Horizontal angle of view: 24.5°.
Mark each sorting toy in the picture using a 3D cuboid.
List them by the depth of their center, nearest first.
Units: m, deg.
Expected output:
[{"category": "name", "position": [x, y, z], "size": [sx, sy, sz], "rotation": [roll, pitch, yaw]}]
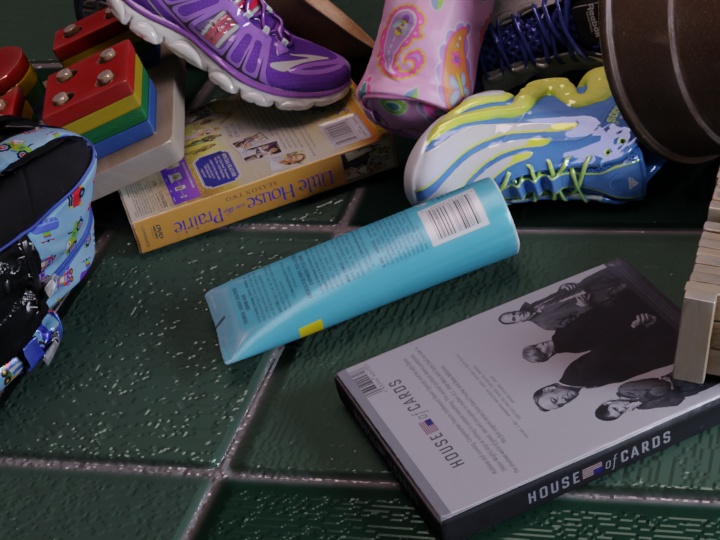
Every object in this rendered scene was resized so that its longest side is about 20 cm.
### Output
[{"category": "sorting toy", "position": [-0.235, -0.120, 1.250], "size": [0.197, 0.070, 0.201], "rotation": [-23, 32, 9]}]

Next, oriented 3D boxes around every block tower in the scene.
[{"category": "block tower", "position": [0.224, -0.006, 0.961], "size": [0.057, 0.055, 0.200], "rotation": [9, 31, 16]}]

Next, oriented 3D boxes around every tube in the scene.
[{"category": "tube", "position": [0.000, 0.000, 1.048], "size": [0.198, 0.051, 0.078], "rotation": [-21, 30, -4]}]

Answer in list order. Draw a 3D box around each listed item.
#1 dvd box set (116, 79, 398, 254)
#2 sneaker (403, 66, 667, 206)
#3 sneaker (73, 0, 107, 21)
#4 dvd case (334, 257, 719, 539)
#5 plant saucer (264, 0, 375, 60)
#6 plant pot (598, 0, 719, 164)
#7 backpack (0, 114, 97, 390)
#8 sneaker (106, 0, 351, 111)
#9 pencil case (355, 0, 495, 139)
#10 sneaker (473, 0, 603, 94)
[{"category": "dvd box set", "position": [-0.086, -0.087, 1.227], "size": [0.198, 0.030, 0.147], "rotation": [-20, 33, -9]}, {"category": "sneaker", "position": [0.130, -0.080, 1.106], "size": [0.198, 0.076, 0.105], "rotation": [-25, 36, -20]}, {"category": "sneaker", "position": [-0.153, -0.228, 1.424], "size": [0.198, 0.075, 0.087], "rotation": [16, 31, 31]}, {"category": "dvd case", "position": [0.102, 0.068, 0.944], "size": [0.198, 0.025, 0.150], "rotation": [-22, 35, -13]}, {"category": "plant saucer", "position": [-0.072, -0.225, 1.325], "size": [0.036, 0.199, 0.200], "rotation": [-51, 35, 10]}, {"category": "plant pot", "position": [0.285, -0.162, 1.030], "size": [0.200, 0.202, 0.197], "rotation": [-37, 29, -32]}, {"category": "backpack", "position": [-0.261, -0.011, 1.078], "size": [0.181, 0.136, 0.200], "rotation": [12, 41, 32]}, {"category": "sneaker", "position": [-0.093, -0.185, 1.216], "size": [0.198, 0.084, 0.081], "rotation": [28, 30, -2]}, {"category": "pencil case", "position": [0.054, -0.195, 1.162], "size": [0.086, 0.087, 0.203], "rotation": [6, 76, 25]}, {"category": "sneaker", "position": [0.136, -0.177, 1.204], "size": [0.197, 0.082, 0.115], "rotation": [-14, 2, -4]}]
